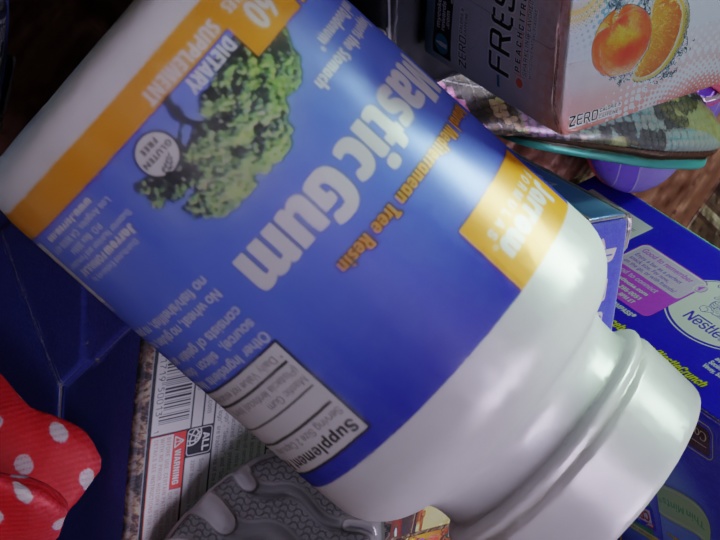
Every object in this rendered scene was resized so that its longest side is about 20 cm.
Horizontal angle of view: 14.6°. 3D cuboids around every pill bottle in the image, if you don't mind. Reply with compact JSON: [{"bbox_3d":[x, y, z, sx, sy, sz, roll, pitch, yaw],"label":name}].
[{"bbox_3d":[0.000,0.000,0.812,0.200,0.112,0.112,41,83,-7],"label":"pill bottle"}]

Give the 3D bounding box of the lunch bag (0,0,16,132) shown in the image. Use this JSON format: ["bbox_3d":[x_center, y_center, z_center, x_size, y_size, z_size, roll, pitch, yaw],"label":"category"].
[{"bbox_3d":[-0.198,-0.034,0.782,0.199,0.082,0.162,-3,116,-38],"label":"lunch bag"}]

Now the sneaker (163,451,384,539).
[{"bbox_3d":[-0.040,0.148,0.896,0.082,0.074,0.201,-7,118,-70],"label":"sneaker"}]

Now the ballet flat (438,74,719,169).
[{"bbox_3d":[0.042,-0.071,0.959,0.199,0.069,0.072,0,105,-24],"label":"ballet flat"}]

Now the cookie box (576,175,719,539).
[{"bbox_3d":[0.120,0.093,1.052,0.075,0.171,0.201,-24,127,-24],"label":"cookie box"}]

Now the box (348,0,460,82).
[{"bbox_3d":[0.052,-0.187,0.884,0.199,0.117,0.198,-20,124,-30],"label":"box"}]

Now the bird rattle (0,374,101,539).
[{"bbox_3d":[-0.148,0.131,0.869,0.200,0.113,0.163,-44,118,-11],"label":"bird rattle"}]

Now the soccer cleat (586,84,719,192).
[{"bbox_3d":[0.142,-0.116,1.025,0.066,0.076,0.201,20,98,-44],"label":"soccer cleat"}]

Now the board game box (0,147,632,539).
[{"bbox_3d":[-0.022,0.050,0.960,0.199,0.097,0.161,-10,118,-36],"label":"board game box"}]

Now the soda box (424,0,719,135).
[{"bbox_3d":[0.116,-0.105,0.853,0.199,0.068,0.064,-19,127,-33],"label":"soda box"}]
